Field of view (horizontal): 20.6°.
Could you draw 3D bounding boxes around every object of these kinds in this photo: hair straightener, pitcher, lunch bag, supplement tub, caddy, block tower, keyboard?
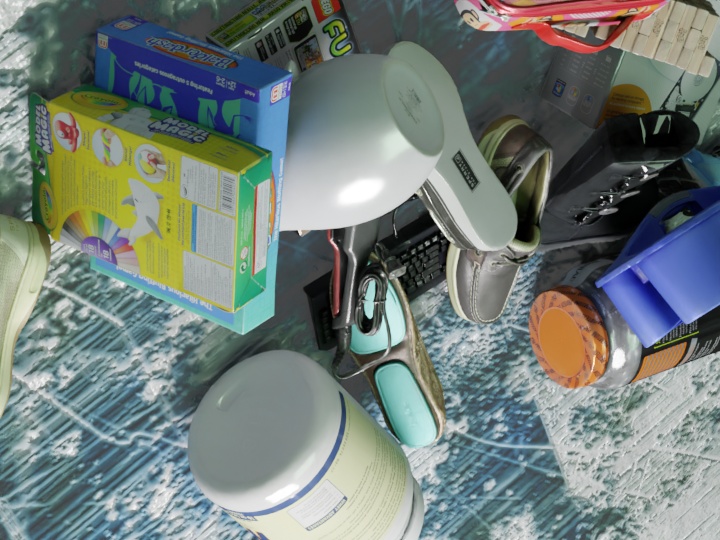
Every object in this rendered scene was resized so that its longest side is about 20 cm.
[{"bbox_3d":[0.000,0.000,1.616,0.041,0.077,0.202,-9,116,-37],"label":"hair straightener"},{"bbox_3d":[-0.052,-0.102,1.493,0.199,0.122,0.172,-24,116,30],"label":"pitcher"},{"bbox_3d":[0.163,-0.260,1.576,0.198,0.082,0.178,-9,83,-20],"label":"lunch bag"},{"bbox_3d":[0.266,0.041,1.898,0.199,0.122,0.123,-16,125,-33],"label":"supplement tub"},{"bbox_3d":[0.301,-0.020,1.786,0.199,0.105,0.141,-29,176,-34],"label":"caddy"},{"bbox_3d":[-0.042,0.175,1.706,0.145,0.145,0.200,-48,136,-5],"label":"supplement tub"},{"bbox_3d":[0.204,-0.222,1.659,0.198,0.054,0.058,18,108,-6],"label":"block tower"},{"bbox_3d":[0.036,-0.019,1.740,0.199,0.021,0.128,-32,133,-22],"label":"keyboard"}]

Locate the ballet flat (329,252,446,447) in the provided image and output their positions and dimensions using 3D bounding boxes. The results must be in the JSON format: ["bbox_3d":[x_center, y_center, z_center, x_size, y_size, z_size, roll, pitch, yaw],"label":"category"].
[{"bbox_3d":[0.023,0.060,1.723,0.070,0.065,0.201,-12,116,13],"label":"ballet flat"}]

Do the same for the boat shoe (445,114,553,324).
[{"bbox_3d":[0.126,-0.034,1.746,0.071,0.066,0.202,-12,124,-36],"label":"boat shoe"}]

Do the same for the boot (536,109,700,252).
[{"bbox_3d":[0.240,-0.090,1.759,0.164,0.066,0.200,-22,165,-28],"label":"boot"}]

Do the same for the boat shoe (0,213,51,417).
[{"bbox_3d":[-0.292,0.054,1.475,0.063,0.073,0.202,15,103,-37],"label":"boat shoe"}]

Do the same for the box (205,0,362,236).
[{"bbox_3d":[-0.043,-0.134,1.590,0.110,0.035,0.201,-36,134,-17],"label":"box"}]

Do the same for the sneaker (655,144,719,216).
[{"bbox_3d":[0.343,-0.095,1.931,0.199,0.078,0.091,25,80,-49],"label":"sneaker"}]

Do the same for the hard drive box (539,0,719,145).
[{"bbox_3d":[0.267,-0.224,1.766,0.155,0.077,0.201,3,114,-42],"label":"hard drive box"}]

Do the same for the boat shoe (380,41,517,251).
[{"bbox_3d":[0.058,-0.099,1.669,0.071,0.063,0.201,-42,114,-33],"label":"boat shoe"}]

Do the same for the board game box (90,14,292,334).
[{"bbox_3d":[-0.129,-0.071,1.470,0.045,0.151,0.202,-34,137,-49],"label":"board game box"}]

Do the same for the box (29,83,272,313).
[{"bbox_3d":[-0.157,-0.057,1.438,0.048,0.199,0.118,-37,140,-50],"label":"box"}]
